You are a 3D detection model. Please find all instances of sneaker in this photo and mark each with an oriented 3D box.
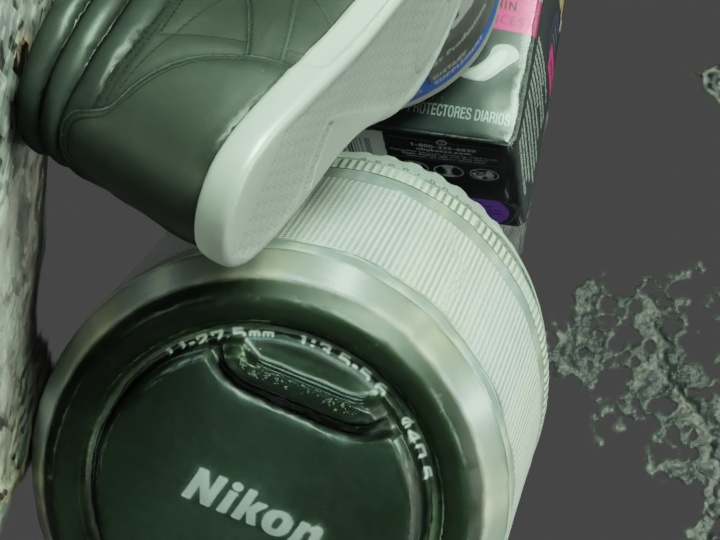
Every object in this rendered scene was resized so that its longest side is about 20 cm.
[{"bbox_3d":[-0.034,-0.083,0.852,0.200,0.099,0.071,-48,158,-47],"label":"sneaker"}]

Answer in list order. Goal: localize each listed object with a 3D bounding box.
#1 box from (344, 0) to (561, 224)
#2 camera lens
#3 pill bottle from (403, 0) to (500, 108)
[{"bbox_3d":[0.028,-0.135,1.177,0.106,0.122,0.201,74,25,-70],"label":"box"},{"bbox_3d":[-0.018,0.049,0.949,0.200,0.159,0.161,-58,156,-72],"label":"camera lens"},{"bbox_3d":[-0.007,-0.137,1.000,0.200,0.113,0.114,65,34,-76],"label":"pill bottle"}]
